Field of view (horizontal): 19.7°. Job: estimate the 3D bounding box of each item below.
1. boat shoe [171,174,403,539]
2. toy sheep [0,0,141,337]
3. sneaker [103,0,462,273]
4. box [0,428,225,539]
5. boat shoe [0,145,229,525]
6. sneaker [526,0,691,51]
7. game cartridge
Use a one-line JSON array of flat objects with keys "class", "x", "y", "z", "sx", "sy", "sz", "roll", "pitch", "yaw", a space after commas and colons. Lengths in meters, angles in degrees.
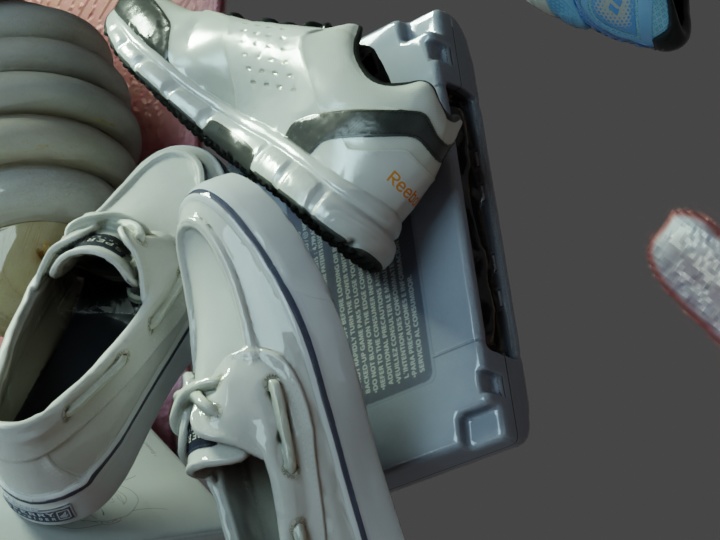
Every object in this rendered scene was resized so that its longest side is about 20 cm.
[{"class": "boat shoe", "x": -0.041, "y": 0.062, "z": 0.817, "sx": 0.072, "sy": 0.065, "sz": 0.201, "roll": -20, "pitch": 86, "yaw": 59}, {"class": "toy sheep", "x": -0.171, "y": -0.062, "z": 0.997, "sx": 0.137, "sy": 0.138, "sz": 0.201, "roll": -23, "pitch": 65, "yaw": 32}, {"class": "sneaker", "x": -0.034, "y": -0.077, "z": 0.893, "sx": 0.200, "sy": 0.074, "sz": 0.080, "roll": 37, "pitch": 89, "yaw": 36}, {"class": "box", "x": -0.180, "y": 0.121, "z": 0.882, "sx": 0.152, "sy": 0.199, "sz": 0.107, "roll": 41, "pitch": 122, "yaw": 41}, {"class": "boat shoe", "x": -0.105, "y": 0.009, "z": 0.866, "sx": 0.072, "sy": 0.066, "sz": 0.201, "roll": 9, "pitch": 49, "yaw": 22}, {"class": "sneaker", "x": 0.149, "y": -0.175, "z": 0.824, "sx": 0.090, "sy": 0.078, "sz": 0.201, "roll": 36, "pitch": 103, "yaw": 22}, {"class": "game cartridge", "x": 0.000, "y": 0.000, "z": 0.898, "sx": 0.133, "sy": 0.041, "sz": 0.201, "roll": -26, "pitch": 60, "yaw": 36}]
